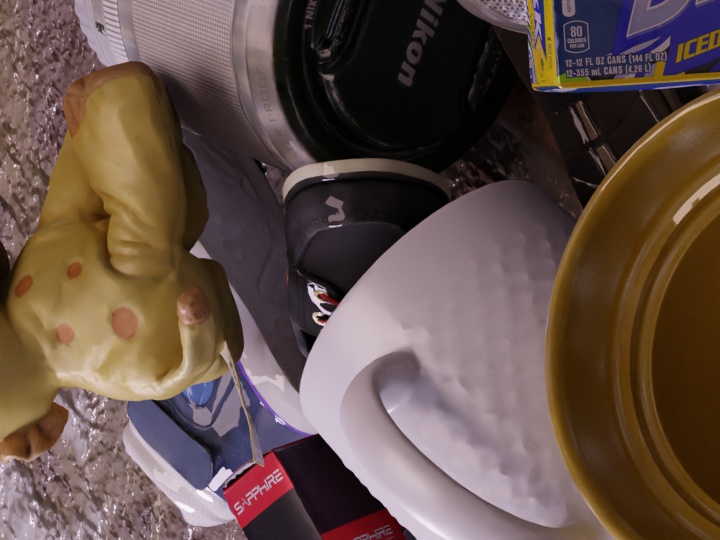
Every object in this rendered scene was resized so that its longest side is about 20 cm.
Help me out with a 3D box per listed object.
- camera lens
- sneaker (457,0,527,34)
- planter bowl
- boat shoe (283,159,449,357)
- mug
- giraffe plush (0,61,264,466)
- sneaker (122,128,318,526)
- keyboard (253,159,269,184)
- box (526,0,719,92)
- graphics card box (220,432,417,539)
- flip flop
[{"bbox_3d":[-0.029,-0.131,1.197,0.200,0.159,0.161,25,115,51],"label":"camera lens"},{"bbox_3d":[0.116,-0.126,1.000,0.199,0.082,0.075,3,100,30],"label":"sneaker"},{"bbox_3d":[0.176,0.030,0.970,0.199,0.083,0.202,-9,74,33],"label":"planter bowl"},{"bbox_3d":[0.003,0.000,1.134,0.202,0.073,0.064,89,-179,-73],"label":"boat shoe"},{"bbox_3d":[0.069,0.074,1.055,0.175,0.199,0.148,46,116,24],"label":"mug"},{"bbox_3d":[-0.144,0.018,1.139,0.173,0.161,0.201,72,-178,-59],"label":"giraffe plush"},{"bbox_3d":[-0.095,0.033,1.296,0.146,0.080,0.201,-43,66,35],"label":"sneaker"},{"bbox_3d":[-0.079,-0.012,1.356,0.127,0.020,0.201,-42,60,42],"label":"keyboard"},{"bbox_3d":[0.160,-0.104,0.896,0.064,0.198,0.071,-140,46,-85],"label":"box"},{"bbox_3d":[0.035,0.161,1.149,0.051,0.125,0.201,-39,73,41],"label":"graphics card box"},{"bbox_3d":[0.111,-0.102,1.100,0.081,0.057,0.201,-22,91,47],"label":"flip flop"}]
